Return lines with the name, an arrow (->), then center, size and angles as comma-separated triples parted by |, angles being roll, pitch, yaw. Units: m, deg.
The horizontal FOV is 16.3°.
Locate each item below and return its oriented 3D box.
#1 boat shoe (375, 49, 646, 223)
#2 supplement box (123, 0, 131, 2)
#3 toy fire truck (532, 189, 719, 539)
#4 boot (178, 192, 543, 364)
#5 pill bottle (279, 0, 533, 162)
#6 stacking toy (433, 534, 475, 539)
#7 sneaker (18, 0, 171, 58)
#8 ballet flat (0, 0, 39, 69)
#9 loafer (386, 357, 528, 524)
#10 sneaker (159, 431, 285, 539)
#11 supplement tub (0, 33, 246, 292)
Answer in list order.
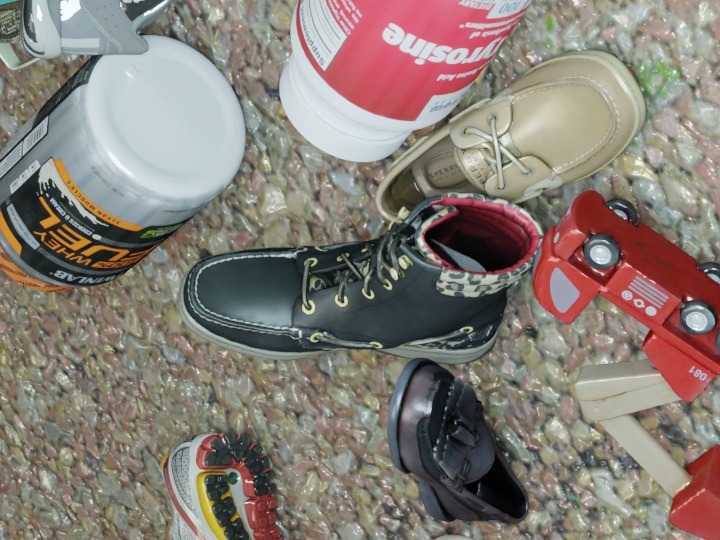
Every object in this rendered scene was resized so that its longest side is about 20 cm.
boat shoe -> 0.086, -0.068, 1.466 | 0.200, 0.065, 0.071 | -28, 95, 50
supplement box -> -0.127, -0.280, 1.498 | 0.126, 0.074, 0.200 | -24, 98, 28
toy fire truck -> 0.172, 0.058, 1.447 | 0.200, 0.049, 0.141 | 34, 127, -2
boot -> 0.001, -0.001, 1.495 | 0.154, 0.203, 0.074 | 120, 154, -65
pill bottle -> 0.028, -0.152, 1.429 | 0.112, 0.112, 0.200 | 47, 140, 9
stacking toy -> 0.018, 0.257, 1.650 | 0.085, 0.200, 0.085 | 25, 132, 32
sneaker -> -0.154, -0.230, 1.595 | 0.075, 0.115, 0.200 | 174, 100, -79
ballet flat -> -0.261, -0.172, 1.745 | 0.200, 0.068, 0.075 | 4, 135, 41
loafer -> 0.065, 0.111, 1.571 | 0.063, 0.072, 0.200 | 15, 160, 18
sneaker -> -0.091, 0.210, 1.833 | 0.082, 0.078, 0.200 | -1, 106, 49
supplement tub -> -0.172, -0.065, 1.677 | 0.123, 0.123, 0.200 | 55, 142, 1
